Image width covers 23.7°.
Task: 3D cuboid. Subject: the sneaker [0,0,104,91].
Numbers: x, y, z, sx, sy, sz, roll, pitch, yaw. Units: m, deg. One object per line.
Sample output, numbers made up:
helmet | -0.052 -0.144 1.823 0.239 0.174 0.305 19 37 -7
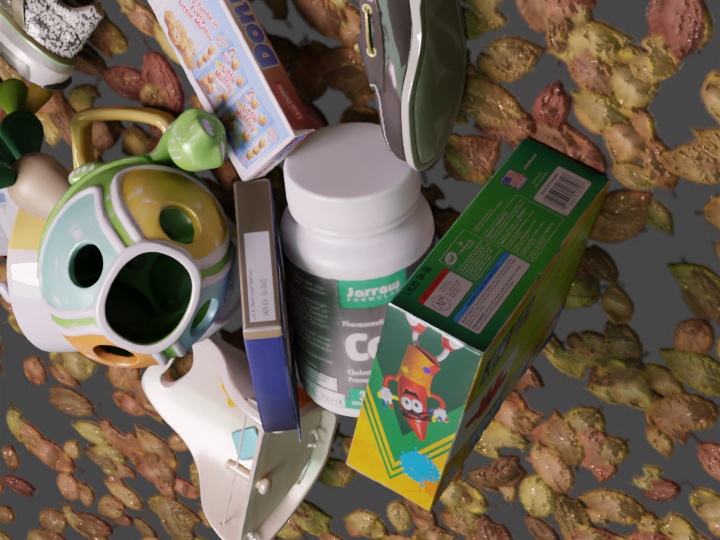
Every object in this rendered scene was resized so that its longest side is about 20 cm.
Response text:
sneaker | -0.268 -0.234 1.295 0.089 0.077 0.200 -42 96 17

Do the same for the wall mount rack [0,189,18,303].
wall mount rack | -0.336 -0.054 1.451 0.200 0.075 0.174 -1 118 53

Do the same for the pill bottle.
pill bottle | 0.000 0.000 1.253 0.113 0.113 0.200 16 134 24

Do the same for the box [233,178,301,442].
box | -0.068 0.037 1.267 0.032 0.121 0.200 -7 150 0

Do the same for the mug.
mug | -0.180 -0.017 1.352 0.153 0.150 0.187 5 135 23

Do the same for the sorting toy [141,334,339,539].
sorting toy | -0.115 0.111 1.453 0.180 0.107 0.200 36 143 17

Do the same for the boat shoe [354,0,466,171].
boat shoe | 0.029 -0.162 1.128 0.060 0.072 0.202 19 128 27

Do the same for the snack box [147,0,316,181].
snack box | -0.102 -0.166 1.197 0.072 0.024 0.200 -36 79 47

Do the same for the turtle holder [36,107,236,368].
turtle holder | -0.143 -0.013 1.214 0.141 0.185 0.132 51 180 -21

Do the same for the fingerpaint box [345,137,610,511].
fingerpaint box | 0.078 0.034 1.162 0.073 0.200 0.167 28 138 14

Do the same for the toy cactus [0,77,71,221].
toy cactus | -0.265 -0.095 1.280 0.165 0.200 0.102 37 105 -5
